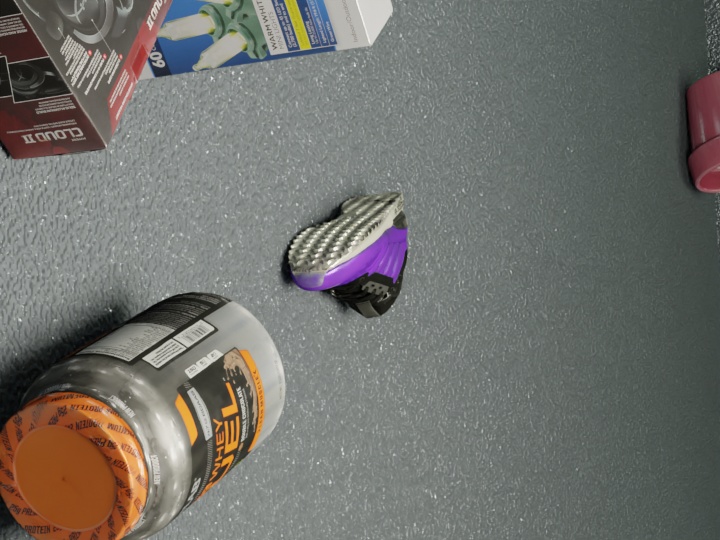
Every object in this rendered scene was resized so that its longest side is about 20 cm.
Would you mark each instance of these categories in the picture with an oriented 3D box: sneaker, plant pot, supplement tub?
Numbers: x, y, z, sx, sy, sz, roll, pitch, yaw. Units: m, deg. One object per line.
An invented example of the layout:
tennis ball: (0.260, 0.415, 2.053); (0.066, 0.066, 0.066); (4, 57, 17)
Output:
sneaker: (0.001, 0.000, 1.437); (0.200, 0.069, 0.100); (-40, 124, -61)
plant pot: (0.679, -0.261, 2.933); (0.200, 0.199, 0.180); (24, 48, -64)
supplement tub: (-0.139, 0.096, 1.031); (0.200, 0.122, 0.123); (-37, 119, -63)

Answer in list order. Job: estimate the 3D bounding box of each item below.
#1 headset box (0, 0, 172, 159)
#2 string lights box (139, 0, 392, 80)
headset box: (-0.199, -0.179, 0.999); (0.200, 0.077, 0.149); (63, 32, -43)
string lights box: (-0.089, -0.197, 1.102); (0.059, 0.199, 0.103); (-63, 141, -51)
